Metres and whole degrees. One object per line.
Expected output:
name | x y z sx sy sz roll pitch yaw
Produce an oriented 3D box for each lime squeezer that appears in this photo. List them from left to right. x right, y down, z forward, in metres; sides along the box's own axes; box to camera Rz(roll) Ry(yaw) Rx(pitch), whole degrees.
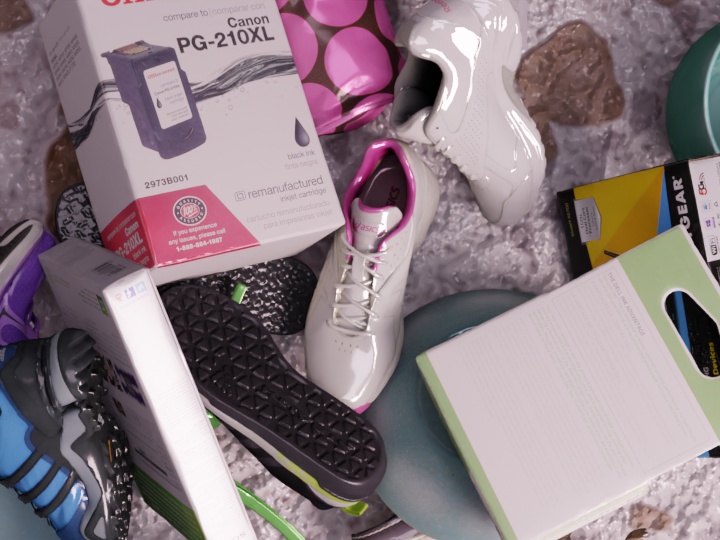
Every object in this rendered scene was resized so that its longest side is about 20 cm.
lime squeezer | -0.093 0.113 1.022 0.070 0.038 0.201 -10 102 10

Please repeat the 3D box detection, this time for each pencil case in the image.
pencil case | -0.025 -0.199 1.028 0.093 0.091 0.201 -17 93 -13

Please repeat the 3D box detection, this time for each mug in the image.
mug | 0.288 -0.106 1.053 0.185 0.114 0.152 -37 94 -7

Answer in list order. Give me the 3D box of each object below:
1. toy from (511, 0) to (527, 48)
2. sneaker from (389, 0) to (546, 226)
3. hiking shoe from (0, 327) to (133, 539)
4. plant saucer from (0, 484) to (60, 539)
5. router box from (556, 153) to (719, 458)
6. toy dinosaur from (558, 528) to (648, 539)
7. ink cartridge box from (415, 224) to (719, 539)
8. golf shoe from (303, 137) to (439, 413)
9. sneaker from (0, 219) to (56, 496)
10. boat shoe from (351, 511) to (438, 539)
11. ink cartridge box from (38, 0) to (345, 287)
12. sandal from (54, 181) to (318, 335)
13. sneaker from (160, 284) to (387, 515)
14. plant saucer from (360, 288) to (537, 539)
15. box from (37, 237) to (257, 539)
toy | 0.043 -0.240 1.019 0.199 0.047 0.116 20 66 -37
sneaker | 0.065 -0.106 1.009 0.099 0.078 0.201 -30 127 -16
hiking shoe | -0.199 0.121 0.934 0.086 0.075 0.201 -4 122 4
plant saucer | -0.261 0.180 0.975 0.199 0.036 0.201 -11 114 -25
router box | 0.218 0.029 1.019 0.051 0.149 0.201 -11 89 -29
toy dinosaur | 0.160 0.260 1.044 0.199 0.086 0.136 -20 98 -2
ink cartridge box | 0.155 0.079 0.949 0.199 0.048 0.146 -26 70 -1
golf shoe | 0.000 0.000 1.005 0.075 0.092 0.201 10 74 12
sneaker | -0.247 0.063 1.006 0.083 0.081 0.201 16 95 -23
boat shoe | 0.078 0.152 1.042 0.199 0.072 0.065 -24 83 -8
ink cartridge box | -0.115 -0.101 0.980 0.144 0.084 0.201 -14 82 -30
sandal | -0.127 -0.003 1.032 0.199 0.048 0.076 24 84 -19
sneaker | -0.072 0.098 0.978 0.200 0.083 0.072 43 54 2
plant saucer | 0.092 0.093 1.010 0.199 0.039 0.202 -2 62 4
box | -0.140 0.082 0.946 0.036 0.144 0.201 -26 110 -22
